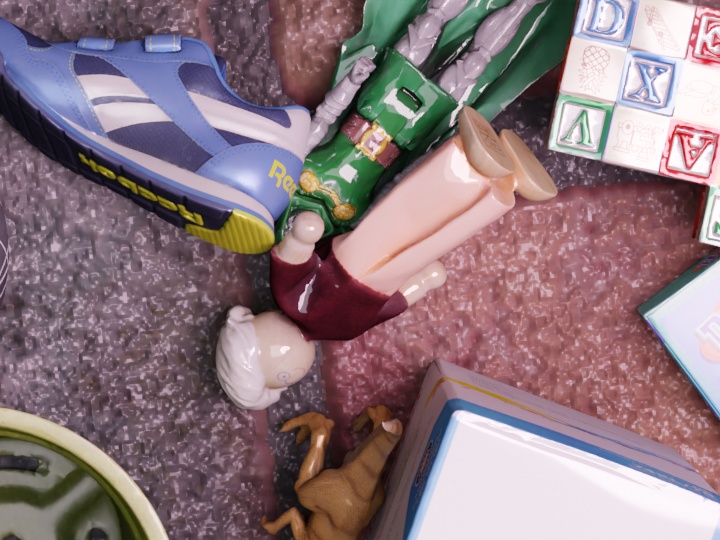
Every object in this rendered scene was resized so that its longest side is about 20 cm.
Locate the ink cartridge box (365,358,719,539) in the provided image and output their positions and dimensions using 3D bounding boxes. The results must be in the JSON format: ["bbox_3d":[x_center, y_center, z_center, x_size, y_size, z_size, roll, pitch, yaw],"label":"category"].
[{"bbox_3d":[0.082,0.146,1.505,0.145,0.200,0.147,20,95,-4],"label":"ink cartridge box"}]

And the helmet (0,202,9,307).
[{"bbox_3d":[-0.273,0.001,1.504,0.190,0.200,0.201,-31,95,19],"label":"helmet"}]

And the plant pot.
[{"bbox_3d":[-0.182,0.155,1.508,0.199,0.190,0.201,0,95,0],"label":"plant pot"}]

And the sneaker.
[{"bbox_3d":[-0.115,-0.085,1.546,0.199,0.074,0.082,29,76,7],"label":"sneaker"}]

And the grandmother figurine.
[{"bbox_3d":[0.000,0.000,1.541,0.200,0.061,0.121,-41,135,19],"label":"grandmother figurine"}]

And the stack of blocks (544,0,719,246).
[{"bbox_3d":[0.195,-0.068,1.517,0.199,0.059,0.116,13,93,1],"label":"stack of blocks"}]

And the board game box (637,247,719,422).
[{"bbox_3d":[0.263,0.056,1.576,0.152,0.045,0.200,-36,94,3],"label":"board game box"}]

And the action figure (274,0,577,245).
[{"bbox_3d":[0.021,-0.086,1.560,0.118,0.055,0.200,38,98,-6],"label":"action figure"}]

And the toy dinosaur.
[{"bbox_3d":[-0.003,0.109,1.542,0.060,0.107,0.200,15,132,-16],"label":"toy dinosaur"}]
